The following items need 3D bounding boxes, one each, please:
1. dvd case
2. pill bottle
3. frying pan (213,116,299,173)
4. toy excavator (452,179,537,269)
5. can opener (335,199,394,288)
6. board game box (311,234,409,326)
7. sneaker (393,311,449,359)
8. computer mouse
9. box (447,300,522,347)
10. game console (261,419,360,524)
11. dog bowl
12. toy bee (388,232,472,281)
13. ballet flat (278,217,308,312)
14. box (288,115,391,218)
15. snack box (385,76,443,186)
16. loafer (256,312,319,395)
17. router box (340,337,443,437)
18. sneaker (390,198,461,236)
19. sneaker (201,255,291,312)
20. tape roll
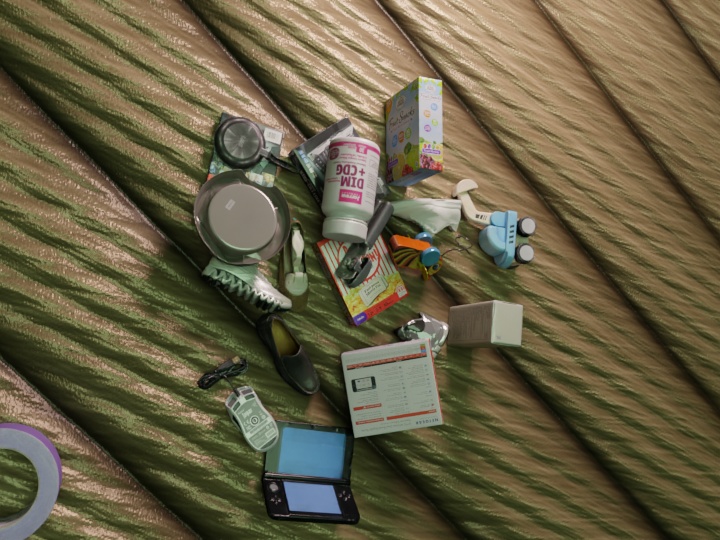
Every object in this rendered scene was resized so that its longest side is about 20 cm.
[{"bbox_3d":[-0.250,-0.221,1.446,0.143,0.022,0.205,14,81,-20],"label":"dvd case"},{"bbox_3d":[-0.023,-0.168,1.426,0.111,0.113,0.205,9,82,-20],"label":"pill bottle"},{"bbox_3d":[-0.228,-0.244,1.433,0.190,0.031,0.115,45,72,-9],"label":"frying pan"},{"bbox_3d":[0.315,-0.110,1.628,0.195,0.100,0.199,8,81,-12],"label":"toy excavator"},{"bbox_3d":[0.015,-0.057,1.479,0.202,0.053,0.067,-59,137,-17],"label":"can opener"},{"bbox_3d":[0.000,0.000,1.509,0.150,0.046,0.203,-29,95,-22],"label":"board game box"},{"bbox_3d":[0.113,0.186,1.531,0.114,0.075,0.202,31,69,-7],"label":"sneaker"},{"bbox_3d":[-0.242,0.282,1.390,0.109,0.044,0.202,-31,91,-26],"label":"computer mouse"},{"bbox_3d":[0.277,0.125,1.524,0.076,0.199,0.097,9,81,-20],"label":"box"},{"bbox_3d":[-0.096,0.417,1.397,0.196,0.176,0.119,11,109,-20],"label":"game console"},{"bbox_3d":[-0.243,-0.101,1.377,0.196,0.059,0.205,7,70,-19],"label":"dog bowl"},{"bbox_3d":[0.147,-0.021,1.536,0.196,0.110,0.132,16,38,-8],"label":"toy bee"},{"bbox_3d":[-0.138,-0.014,1.442,0.066,0.072,0.205,1,85,-19],"label":"ballet flat"},{"bbox_3d":[-0.045,-0.216,1.511,0.156,0.050,0.202,-34,98,-21],"label":"box"},{"bbox_3d":[0.118,-0.307,1.522,0.066,0.168,0.205,3,83,-24],"label":"snack box"},{"bbox_3d":[-0.147,0.180,1.419,0.073,0.072,0.202,-39,100,-21],"label":"loafer"},{"bbox_3d":[0.068,0.253,1.463,0.195,0.049,0.184,-10,88,8],"label":"router box"},{"bbox_3d":[0.150,-0.122,1.573,0.196,0.075,0.091,-1,97,-23],"label":"sneaker"},{"bbox_3d":[-0.226,0.023,1.405,0.197,0.075,0.082,28,66,-15],"label":"sneaker"},{"bbox_3d":[-0.638,0.379,1.198,0.196,0.085,0.205,3,83,-22],"label":"tape roll"}]
